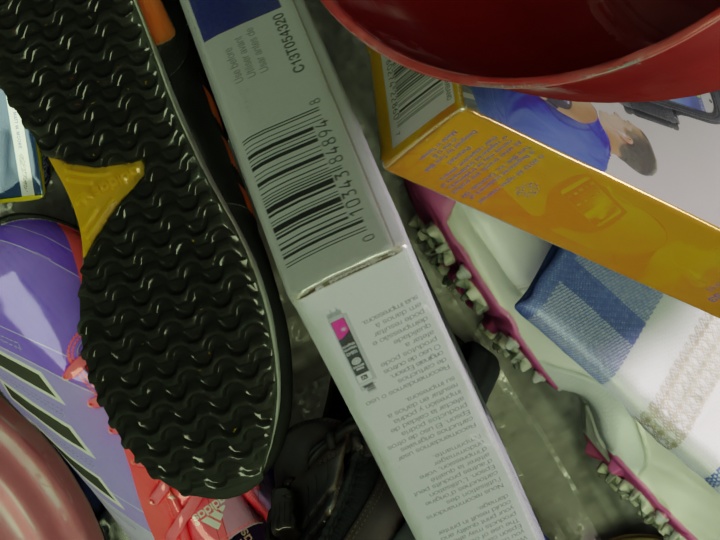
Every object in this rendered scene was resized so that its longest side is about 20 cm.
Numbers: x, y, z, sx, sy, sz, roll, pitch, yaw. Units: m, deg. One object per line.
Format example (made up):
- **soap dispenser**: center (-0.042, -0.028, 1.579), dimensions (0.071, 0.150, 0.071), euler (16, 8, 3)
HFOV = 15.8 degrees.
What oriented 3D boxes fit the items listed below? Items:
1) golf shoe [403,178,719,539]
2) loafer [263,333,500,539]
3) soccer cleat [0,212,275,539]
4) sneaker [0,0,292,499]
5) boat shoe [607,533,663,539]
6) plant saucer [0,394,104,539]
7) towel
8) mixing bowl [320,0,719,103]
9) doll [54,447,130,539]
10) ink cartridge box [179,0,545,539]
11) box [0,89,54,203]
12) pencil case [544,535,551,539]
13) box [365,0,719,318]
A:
- **golf shoe**: center (0.096, 0.016, 0.952), dimensions (0.091, 0.075, 0.200), euler (-42, 111, 0)
- **loafer**: center (-0.008, 0.071, 0.900), dimensions (0.063, 0.200, 0.072), euler (39, 120, -3)
- **soccer cleat**: center (-0.069, 0.063, 0.913), dimensions (0.068, 0.073, 0.200), euler (-38, 113, -7)
- **sneaker**: center (-0.061, -0.025, 0.881), dimensions (0.070, 0.090, 0.201), euler (-17, 96, 22)
- **boat shoe**: center (0.064, 0.189, 1.009), dimensions (0.072, 0.068, 0.200), euler (38, 105, -14)
- **plant saucer**: center (-0.191, 0.122, 0.963), dimensions (0.200, 0.051, 0.201), euler (6, 113, 15)
- **towel**: center (0.156, 0.024, 0.928), dimensions (0.200, 0.024, 0.147), euler (41, 60, -15)
- **mixing bowl**: center (0.085, -0.126, 0.723), dimensions (0.200, 0.200, 0.108), euler (-41, 145, 13)
- **doll**: center (-0.100, 0.097, 0.982), dimensions (0.136, 0.048, 0.201), euler (-15, 107, 5)
- **ink cartridge box**: center (0.000, 0.000, 0.835), dimensions (0.043, 0.197, 0.200), euler (-23, 134, 0)
- **box**: center (-0.210, -0.056, 0.916), dimensions (0.199, 0.064, 0.070), euler (-6, 111, 2)
- **pencil case**: center (0.037, 0.136, 0.883), dimensions (0.078, 0.200, 0.087), euler (-1, 95, 9)
- **box**: center (0.086, -0.055, 0.834), dimensions (0.199, 0.119, 0.041), euler (21, 137, -35)
